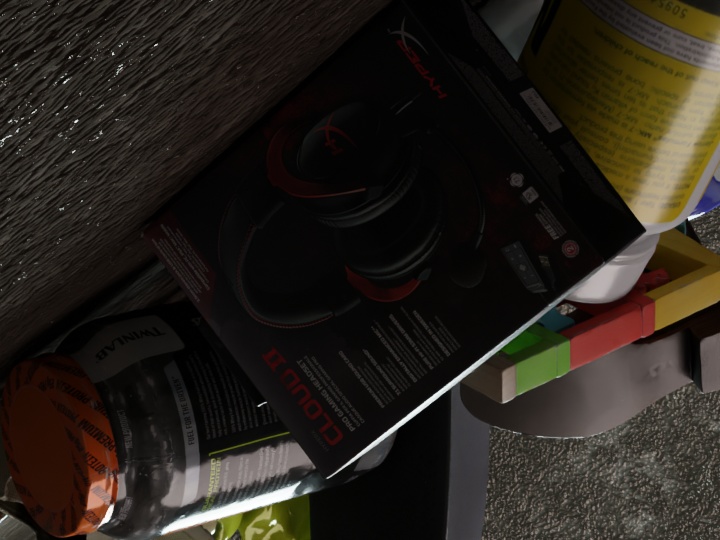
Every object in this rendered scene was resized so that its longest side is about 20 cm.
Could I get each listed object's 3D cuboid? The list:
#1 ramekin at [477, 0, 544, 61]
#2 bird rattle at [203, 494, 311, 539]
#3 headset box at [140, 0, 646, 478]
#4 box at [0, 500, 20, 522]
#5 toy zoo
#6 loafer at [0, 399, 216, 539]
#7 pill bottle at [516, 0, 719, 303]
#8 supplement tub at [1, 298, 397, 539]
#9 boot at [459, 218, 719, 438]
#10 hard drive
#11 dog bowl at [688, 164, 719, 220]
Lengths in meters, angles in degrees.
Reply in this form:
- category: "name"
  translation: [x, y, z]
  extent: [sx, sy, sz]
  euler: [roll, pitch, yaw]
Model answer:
- category: "ramekin"
  translation: [0.115, -0.115, 1.209]
  extent: [0.200, 0.098, 0.200]
  euler: [-37, 177, -2]
- category: "bird rattle"
  translation: [-0.100, 0.099, 1.329]
  extent: [0.163, 0.201, 0.112]
  euler: [-31, 145, 29]
- category: "headset box"
  translation: [0.007, -0.012, 0.973]
  extent: [0.200, 0.149, 0.075]
  euler: [-39, 176, 26]
- category: "box"
  translation: [-0.197, 0.108, 1.285]
  extent: [0.041, 0.039, 0.200]
  euler: [-38, -177, 32]
- category: "toy zoo"
  translation: [0.104, 0.005, 1.108]
  extent: [0.199, 0.021, 0.131]
  euler: [-22, -148, -33]
- category: "loafer"
  translation: [-0.152, 0.155, 1.219]
  extent: [0.076, 0.200, 0.068]
  euler: [-11, -138, 51]
- category: "pill bottle"
  translation: [0.132, -0.090, 1.026]
  extent: [0.114, 0.114, 0.201]
  euler: [-34, 152, -55]
- category: "supplement tub"
  translation: [-0.087, 0.076, 1.148]
  extent: [0.199, 0.123, 0.122]
  euler: [-12, 162, -36]
- category: "boot"
  translation: [0.119, 0.008, 1.183]
  extent: [0.185, 0.064, 0.200]
  euler: [-7, -148, -14]
- category: "hard drive"
  translation: [0.022, 0.099, 1.213]
  extent: [0.042, 0.201, 0.135]
  euler: [-11, -159, -35]
- category: "dog bowl"
  translation: [0.207, -0.131, 1.357]
  extent: [0.200, 0.079, 0.201]
  euler: [-41, -151, 28]
